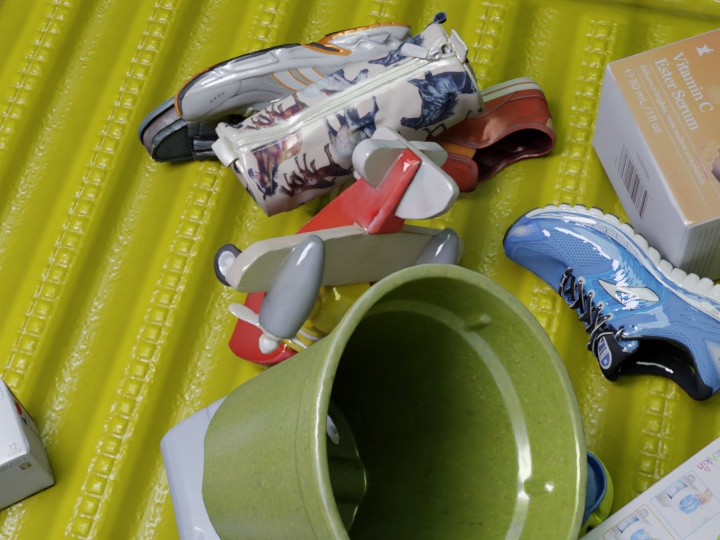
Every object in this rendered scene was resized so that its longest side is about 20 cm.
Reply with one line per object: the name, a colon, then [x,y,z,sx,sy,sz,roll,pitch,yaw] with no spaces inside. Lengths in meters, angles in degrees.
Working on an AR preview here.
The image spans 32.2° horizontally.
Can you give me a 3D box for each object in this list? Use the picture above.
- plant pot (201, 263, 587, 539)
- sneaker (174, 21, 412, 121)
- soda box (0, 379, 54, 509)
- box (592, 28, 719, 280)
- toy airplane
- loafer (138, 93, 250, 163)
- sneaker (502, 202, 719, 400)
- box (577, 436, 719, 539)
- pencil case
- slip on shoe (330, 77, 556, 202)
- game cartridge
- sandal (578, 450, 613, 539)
plant pot: [0.003,0.114,0.749,0.198,0.183,0.204,10,72,-35]
sneaker: [-0.044,-0.131,0.970,0.197,0.076,0.094,-15,101,-13]
soda box: [-0.325,0.157,0.884,0.198,0.068,0.064,-24,62,-8]
box: [0.299,-0.097,0.951,0.197,0.107,0.154,-18,61,-5]
toy airplane: [0.000,0.000,0.871,0.198,0.200,0.143,-24,73,-12]
loafer: [-0.081,-0.127,1.021,0.197,0.072,0.064,-23,68,-10]
sneaker: [0.187,0.025,0.910,0.198,0.079,0.089,31,65,19]
box: [0.217,0.190,0.799,0.198,0.113,0.102,-32,64,-14]
pencil case: [-0.009,-0.111,0.913,0.198,0.090,0.078,-26,60,-2]
slip on shoe: [0.068,-0.089,0.988,0.198,0.074,0.062,-23,65,-14]
game cartridge: [-0.039,0.139,0.891,0.197,0.042,0.135,-17,66,-5]
sandal: [0.090,0.179,0.830,0.079,0.087,0.200,41,73,21]
